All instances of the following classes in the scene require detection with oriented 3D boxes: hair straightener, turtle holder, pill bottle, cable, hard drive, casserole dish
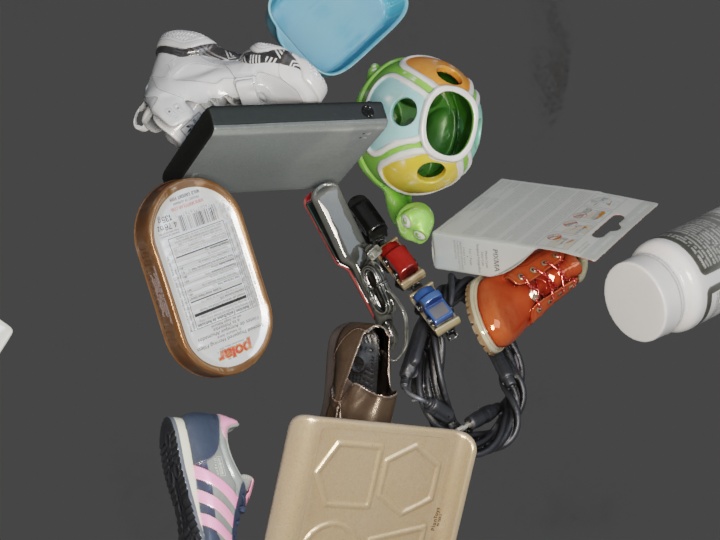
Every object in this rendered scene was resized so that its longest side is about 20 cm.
[{"bbox_3d":[0.000,0.000,1.645,0.041,0.077,0.202,-22,86,-17],"label":"hair straightener"},{"bbox_3d":[0.057,-0.141,1.690,0.141,0.131,0.186,39,78,-22],"label":"turtle holder"},{"bbox_3d":[0.385,0.004,1.840,0.199,0.114,0.115,-22,83,-34],"label":"pill bottle"},{"bbox_3d":[0.122,0.096,1.679,0.163,0.051,0.201,38,49,-22],"label":"cable"},{"bbox_3d":[-0.088,-0.124,1.600,0.198,0.140,0.033,-5,67,-31],"label":"hard drive"},{"bbox_3d":[-0.030,-0.291,1.760,0.121,0.039,0.200,47,57,-6],"label":"casserole dish"}]

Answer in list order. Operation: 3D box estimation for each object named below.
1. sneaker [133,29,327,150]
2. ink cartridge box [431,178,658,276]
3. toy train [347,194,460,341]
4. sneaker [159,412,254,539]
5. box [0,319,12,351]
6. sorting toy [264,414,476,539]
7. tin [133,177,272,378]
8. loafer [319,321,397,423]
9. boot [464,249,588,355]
[{"bbox_3d":[-0.136,-0.171,1.595,0.198,0.075,0.116,14,68,22],"label":"sneaker"},{"bbox_3d":[0.199,-0.039,1.693,0.160,0.198,0.048,-36,128,-46],"label":"ink cartridge box"},{"bbox_3d":[0.044,-0.006,1.642,0.034,0.046,0.201,-29,60,-13],"label":"toy train"},{"bbox_3d":[-0.131,0.230,1.484,0.081,0.070,0.203,-6,76,-28],"label":"sneaker"},{"bbox_3d":[-0.437,0.086,1.326,0.199,0.131,0.200,36,58,-12],"label":"box"},{"bbox_3d":[0.005,0.237,1.541,0.198,0.036,0.188,9,99,-24],"label":"sorting toy"},{"bbox_3d":[-0.154,0.007,1.549,0.111,0.042,0.202,-20,96,-26],"label":"tin"},{"bbox_3d":[-0.001,0.142,1.591,0.072,0.071,0.203,8,68,-27],"label":"loafer"},{"bbox_3d":[0.180,0.018,1.680,0.076,0.106,0.200,60,32,-13],"label":"boot"}]
